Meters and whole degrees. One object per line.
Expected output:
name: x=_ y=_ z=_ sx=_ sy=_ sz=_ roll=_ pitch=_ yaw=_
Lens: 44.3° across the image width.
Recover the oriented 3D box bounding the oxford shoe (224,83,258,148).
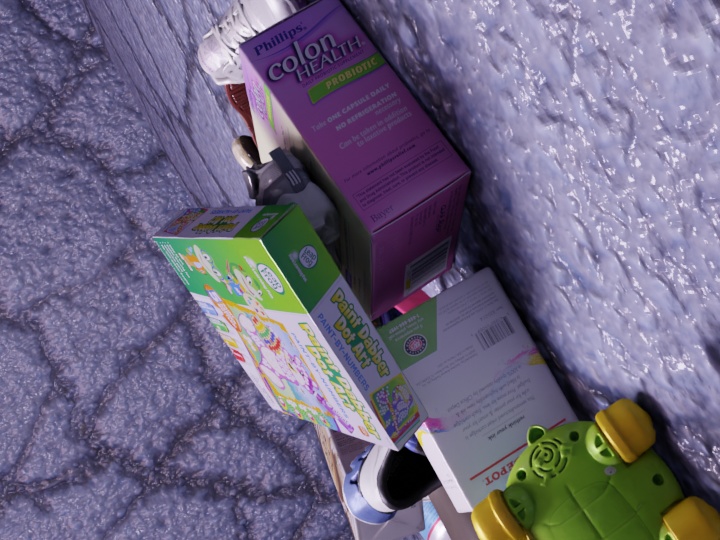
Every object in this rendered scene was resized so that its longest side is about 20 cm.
oxford shoe: x=-0.128 y=-0.219 z=1.013 sx=0.075 sy=0.069 sz=0.202 roll=57 pitch=167 yaw=33

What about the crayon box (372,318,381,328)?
crayon box: x=-0.051 y=0.025 z=1.038 sx=0.201 sy=0.123 sz=0.053 roll=-104 pitch=26 yaw=-60

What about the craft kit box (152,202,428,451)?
craft kit box: x=-0.061 y=0.041 z=0.707 sx=0.196 sy=0.049 sz=0.202 roll=0 pitch=128 yaw=53

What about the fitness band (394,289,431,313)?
fitness band: x=0.000 y=0.000 z=0.905 sx=0.198 sy=0.038 sz=0.143 roll=36 pitch=172 yaw=-14

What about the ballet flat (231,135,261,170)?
ballet flat: x=-0.111 y=-0.098 z=1.125 sx=0.200 sy=0.056 sz=0.068 roll=51 pitch=-155 yaw=-50

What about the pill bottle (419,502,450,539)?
pill bottle: x=0.111 y=0.294 z=1.138 sx=0.201 sy=0.107 sz=0.110 roll=50 pitch=165 yaw=37

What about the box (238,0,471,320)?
box: x=-0.006 y=-0.090 z=0.755 sx=0.201 sy=0.096 sz=0.177 roll=54 pitch=167 yaw=20

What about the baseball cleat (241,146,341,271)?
baseball cleat: x=-0.057 y=-0.033 z=0.744 sx=0.108 sy=0.069 sz=0.201 roll=61 pitch=159 yaw=20

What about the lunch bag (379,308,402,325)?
lunch bag: x=0.052 y=0.111 z=1.038 sx=0.151 sy=0.092 sz=0.203 roll=97 pitch=151 yaw=-74

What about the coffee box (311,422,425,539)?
coffee box: x=-0.001 y=0.185 z=0.972 sx=0.201 sy=0.078 sz=0.115 roll=-119 pitch=17 yaw=-53

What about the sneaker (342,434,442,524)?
sneaker: x=0.067 y=0.143 z=0.810 sx=0.080 sy=0.201 sz=0.115 roll=36 pitch=159 yaw=-8

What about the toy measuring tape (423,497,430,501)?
toy measuring tape: x=0.122 y=0.272 z=1.037 sx=0.199 sy=0.073 sz=0.074 roll=-36 pitch=85 yaw=46

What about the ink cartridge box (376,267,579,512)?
ink cartridge box: x=0.103 y=0.116 z=0.725 sx=0.203 sy=0.115 sz=0.067 roll=61 pitch=167 yaw=10

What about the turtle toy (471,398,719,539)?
turtle toy: x=0.179 y=0.195 z=0.620 sx=0.202 sy=0.145 sz=0.101 roll=56 pitch=-170 yaw=16

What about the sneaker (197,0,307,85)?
sneaker: x=-0.101 y=-0.218 z=0.834 sx=0.076 sy=0.098 sz=0.200 roll=61 pitch=166 yaw=-1

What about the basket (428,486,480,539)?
basket: x=0.156 y=0.259 z=0.840 sx=0.201 sy=0.135 sz=0.181 roll=56 pitch=-178 yaw=33
